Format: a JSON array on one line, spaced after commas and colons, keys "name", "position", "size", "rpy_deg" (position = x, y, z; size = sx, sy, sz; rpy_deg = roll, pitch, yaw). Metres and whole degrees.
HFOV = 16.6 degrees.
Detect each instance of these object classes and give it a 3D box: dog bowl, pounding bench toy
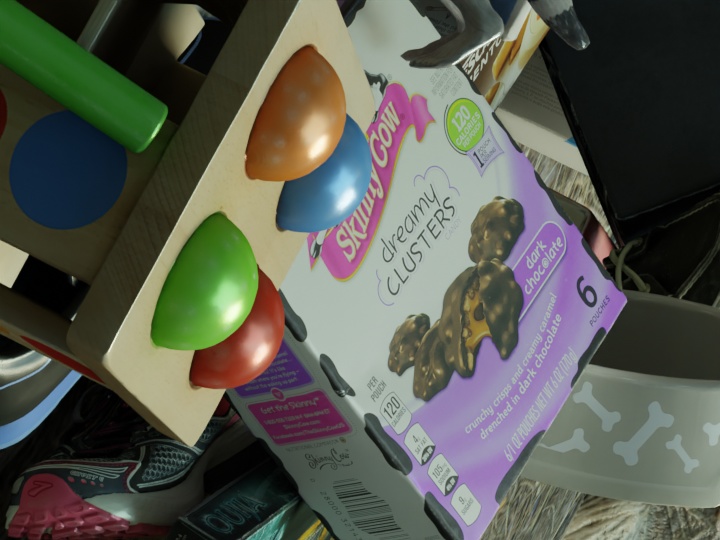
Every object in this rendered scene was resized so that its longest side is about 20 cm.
[{"name": "dog bowl", "position": [0.134, 0.057, 1.228], "size": [0.200, 0.199, 0.059], "rpy_deg": [-28, 127, -68]}, {"name": "pounding bench toy", "position": [-0.088, -0.049, 0.689], "size": [0.125, 0.155, 0.200], "rpy_deg": [-61, 166, -9]}]

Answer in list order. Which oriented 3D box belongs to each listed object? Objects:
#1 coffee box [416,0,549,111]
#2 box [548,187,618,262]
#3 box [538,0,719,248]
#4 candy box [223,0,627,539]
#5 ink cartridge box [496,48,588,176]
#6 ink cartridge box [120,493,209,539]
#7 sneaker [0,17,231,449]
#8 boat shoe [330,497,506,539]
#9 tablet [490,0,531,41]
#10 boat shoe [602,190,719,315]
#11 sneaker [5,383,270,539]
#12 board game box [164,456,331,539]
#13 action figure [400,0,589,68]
[{"name": "coffee box", "position": [0.046, -0.137, 1.208], "size": [0.200, 0.079, 0.115], "rpy_deg": [-56, 164, -32]}, {"name": "box", "position": [0.069, -0.001, 1.447], "size": [0.109, 0.127, 0.200], "rpy_deg": [-64, 168, -1]}, {"name": "box", "position": [0.173, -0.118, 1.428], "size": [0.123, 0.201, 0.197], "rpy_deg": [-21, 166, 3]}, {"name": "candy box", "position": [0.006, -0.002, 1.066], "size": [0.071, 0.200, 0.168], "rpy_deg": [-15, -150, 46]}, {"name": "ink cartridge box", "position": [0.188, -0.160, 1.608], "size": [0.201, 0.128, 0.125], "rpy_deg": [-63, 167, -2]}, {"name": "ink cartridge box", "position": [-0.067, 0.120, 1.266], "size": [0.201, 0.075, 0.165], "rpy_deg": [-64, 168, -4]}, {"name": "sneaker", "position": [-0.093, -0.025, 0.901], "size": [0.200, 0.070, 0.078], "rpy_deg": [-57, 172, -24]}, {"name": "boat shoe", "position": [0.014, 0.116, 1.253], "size": [0.072, 0.065, 0.200], "rpy_deg": [-42, -179, -17]}, {"name": "tablet", "position": [0.064, -0.188, 1.044], "size": [0.200, 0.014, 0.131], "rpy_deg": [119, -43, -74]}, {"name": "boat shoe", "position": [0.161, 0.017, 1.342], "size": [0.200, 0.063, 0.071], "rpy_deg": [121, -23, -45]}, {"name": "sneaker", "position": [-0.097, 0.070, 1.084], "size": [0.200, 0.080, 0.075], "rpy_deg": [-32, 117, -67]}, {"name": "board game box", "position": [-0.059, 0.144, 1.101], "size": [0.136, 0.028, 0.200], "rpy_deg": [-63, 167, 17]}, {"name": "action figure", "position": [0.037, -0.183, 1.000], "size": [0.200, 0.104, 0.195], "rpy_deg": [-30, 116, -75]}]
